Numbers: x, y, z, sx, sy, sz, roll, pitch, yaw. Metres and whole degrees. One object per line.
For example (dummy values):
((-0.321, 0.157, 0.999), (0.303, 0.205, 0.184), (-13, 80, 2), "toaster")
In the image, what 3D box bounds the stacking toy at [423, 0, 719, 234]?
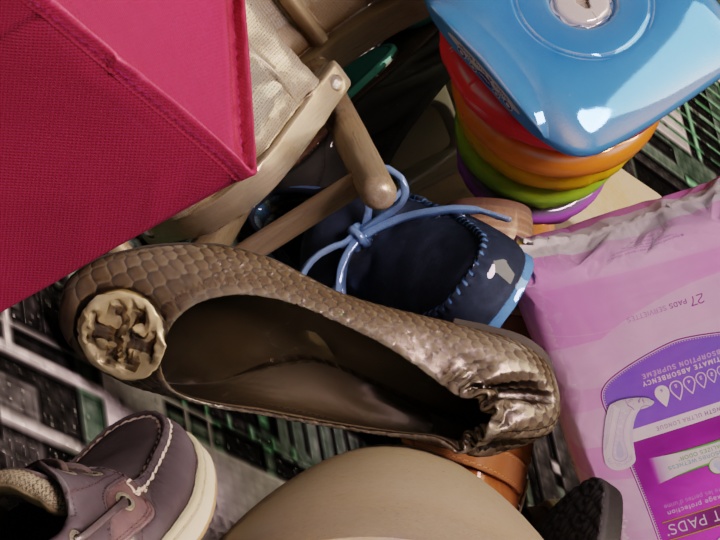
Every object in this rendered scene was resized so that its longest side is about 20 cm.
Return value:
((0.081, -0.064, 1.327), (0.116, 0.110, 0.200), (50, -24, 19), "stacking toy")

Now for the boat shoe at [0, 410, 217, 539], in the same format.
((-0.109, 0.096, 1.035), (0.065, 0.072, 0.200), (60, 31, -16), "boat shoe")

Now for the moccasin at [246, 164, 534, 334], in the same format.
((0.000, 0.000, 1.251), (0.068, 0.200, 0.081), (42, 72, -20), "moccasin")

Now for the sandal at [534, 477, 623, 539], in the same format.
((0.083, 0.175, 1.175), (0.045, 0.075, 0.200), (25, 51, -22), "sandal")

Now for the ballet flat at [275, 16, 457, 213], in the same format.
((0.032, -0.094, 1.379), (0.068, 0.200, 0.068), (47, -12, -20), "ballet flat")

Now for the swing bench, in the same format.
((-0.079, -0.118, 1.234), (0.199, 0.130, 0.200), (52, 22, -21), "swing bench")

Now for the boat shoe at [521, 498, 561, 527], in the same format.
((0.070, 0.153, 1.307), (0.202, 0.075, 0.075), (-103, -172, -76), "boat shoe")

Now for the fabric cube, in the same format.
((-0.170, -0.106, 0.966), (0.200, 0.199, 0.196), (40, 33, -39), "fabric cube")

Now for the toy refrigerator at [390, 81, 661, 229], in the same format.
((0.077, -0.033, 1.496), (0.200, 0.076, 0.070), (29, 41, -48), "toy refrigerator")

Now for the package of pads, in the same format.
((0.146, 0.062, 1.269), (0.076, 0.120, 0.200), (-82, 153, -71), "package of pads")

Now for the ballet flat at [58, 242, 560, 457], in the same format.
((-0.020, 0.037, 1.156), (0.200, 0.067, 0.046), (13, 33, -3), "ballet flat")

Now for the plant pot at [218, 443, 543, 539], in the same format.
((0.009, 0.146, 1.113), (0.187, 0.187, 0.200), (56, 12, -14), "plant pot")

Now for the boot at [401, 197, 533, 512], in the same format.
((0.049, 0.066, 1.356), (0.200, 0.074, 0.155), (67, 27, -73), "boot")
